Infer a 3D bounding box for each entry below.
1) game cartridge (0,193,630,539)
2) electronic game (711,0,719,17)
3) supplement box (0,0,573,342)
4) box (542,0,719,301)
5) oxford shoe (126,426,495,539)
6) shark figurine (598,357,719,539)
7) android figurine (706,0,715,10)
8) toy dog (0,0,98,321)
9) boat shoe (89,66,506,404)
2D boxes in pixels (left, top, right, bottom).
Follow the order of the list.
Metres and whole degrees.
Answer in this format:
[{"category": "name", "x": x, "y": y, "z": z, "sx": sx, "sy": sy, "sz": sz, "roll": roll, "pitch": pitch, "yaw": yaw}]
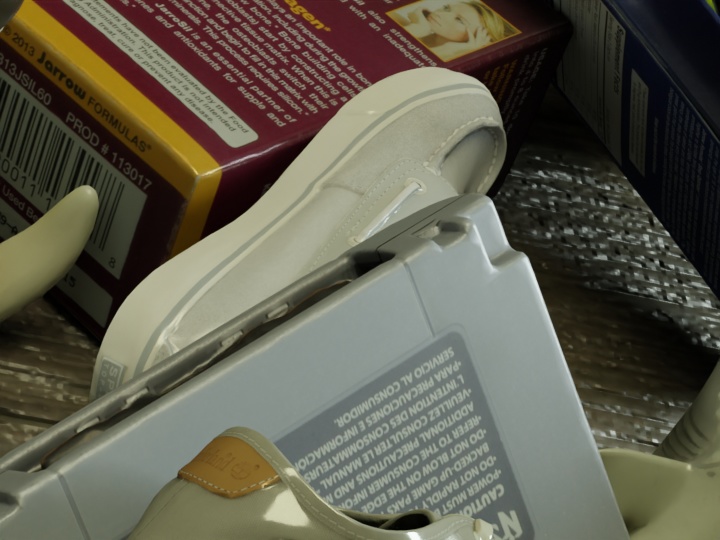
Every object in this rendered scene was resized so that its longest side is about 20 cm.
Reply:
[{"category": "game cartridge", "x": -0.018, "y": 0.081, "z": 0.725, "sx": 0.200, "sy": 0.133, "sz": 0.042, "roll": -31, "pitch": 22, "yaw": -33}, {"category": "electronic game", "x": 0.150, "y": -0.088, "z": 0.975, "sx": 0.200, "sy": 0.042, "sz": 0.200, "roll": 50, "pitch": 13, "yaw": -16}, {"category": "supplement box", "x": -0.036, "y": -0.059, "z": 0.954, "sx": 0.110, "sy": 0.086, "sz": 0.200, "roll": 41, "pitch": 40, "yaw": 22}, {"category": "box", "x": 0.109, "y": -0.059, "z": 0.983, "sx": 0.032, "sy": 0.121, "sz": 0.200, "roll": -31, "pitch": 68, "yaw": -8}, {"category": "oxford shoe", "x": 0.029, "y": 0.094, "z": 0.695, "sx": 0.200, "sy": 0.058, "sz": 0.075, "roll": 29, "pitch": -11, "yaw": -28}, {"category": "shark figurine", "x": 0.053, "y": 0.089, "z": 0.844, "sx": 0.214, "sy": 0.128, "sz": 0.089, "roll": -20, "pitch": 14, "yaw": -11}, {"category": "android figurine", "x": 0.145, "y": -0.119, "z": 1.119, "sx": 0.200, "sy": 0.041, "sz": 0.182, "roll": 51, "pitch": 34, "yaw": 8}, {"category": "toy dog", "x": -0.153, "y": -0.049, "z": 0.783, "sx": 0.194, "sy": 0.200, "sz": 0.140, "roll": 8, "pitch": 39, "yaw": -18}, {"category": "boat shoe", "x": 0.000, "y": 0.000, "z": 0.857, "sx": 0.068, "sy": 0.072, "sz": 0.200, "roll": 23, "pitch": 34, "yaw": 24}]
